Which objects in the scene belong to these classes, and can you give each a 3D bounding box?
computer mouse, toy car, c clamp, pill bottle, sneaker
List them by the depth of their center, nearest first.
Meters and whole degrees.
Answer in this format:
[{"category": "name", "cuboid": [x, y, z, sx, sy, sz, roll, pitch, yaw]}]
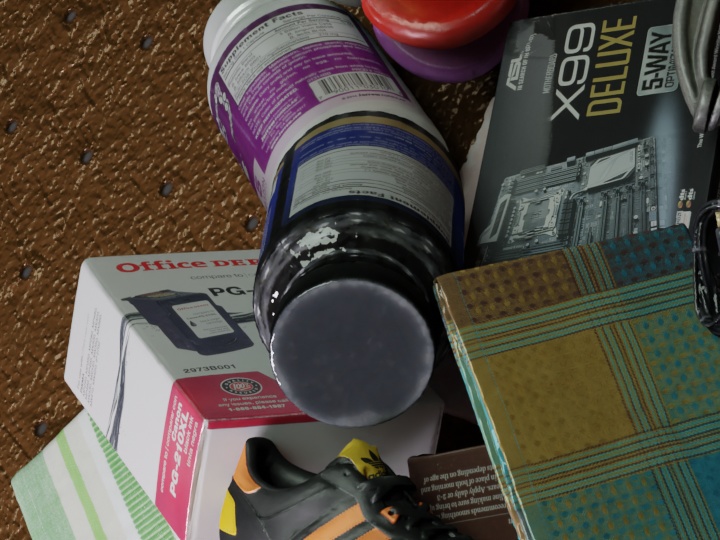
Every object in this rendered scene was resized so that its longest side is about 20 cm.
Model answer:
[{"category": "computer mouse", "cuboid": [0.192, 0.052, 1.337, 0.059, 0.034, 0.201, -41, 52, 38]}, {"category": "sneaker", "cuboid": [0.010, 0.132, 1.374, 0.200, 0.070, 0.090, 7, 93, 35]}, {"category": "c clamp", "cuboid": [0.251, -0.093, 1.420, 0.199, 0.027, 0.171, 18, 77, 12]}, {"category": "pill bottle", "cuboid": [0.000, 0.000, 1.471, 0.112, 0.112, 0.200, -37, 18, 18]}, {"category": "toy car", "cuboid": [0.047, -0.187, 1.609, 0.174, 0.200, 0.151, -10, 77, 5]}, {"category": "pill bottle", "cuboid": [-0.029, -0.097, 1.664, 0.112, 0.112, 0.200, -46, 37, 11]}]

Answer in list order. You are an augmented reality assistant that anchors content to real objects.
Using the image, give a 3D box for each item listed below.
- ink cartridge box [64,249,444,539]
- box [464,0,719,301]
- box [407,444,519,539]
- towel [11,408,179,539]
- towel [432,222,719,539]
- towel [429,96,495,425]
[{"category": "ink cartridge box", "cuboid": [-0.064, 0.066, 1.540, 0.200, 0.144, 0.085, 46, 133, 53]}, {"category": "box", "cuboid": [0.139, -0.049, 1.506, 0.157, 0.050, 0.201, -4, 64, 39]}, {"category": "box", "cuboid": [0.092, 0.186, 1.401, 0.100, 0.075, 0.201, -14, 76, 41]}, {"category": "towel", "cuboid": [-0.124, 0.120, 1.698, 0.200, 0.023, 0.153, -43, 46, 15]}, {"category": "towel", "cuboid": [0.131, 0.076, 1.361, 0.146, 0.022, 0.200, -11, 62, -16]}, {"category": "towel", "cuboid": [0.115, 0.002, 1.555, 0.191, 0.032, 0.201, 13, 76, 44]}]
